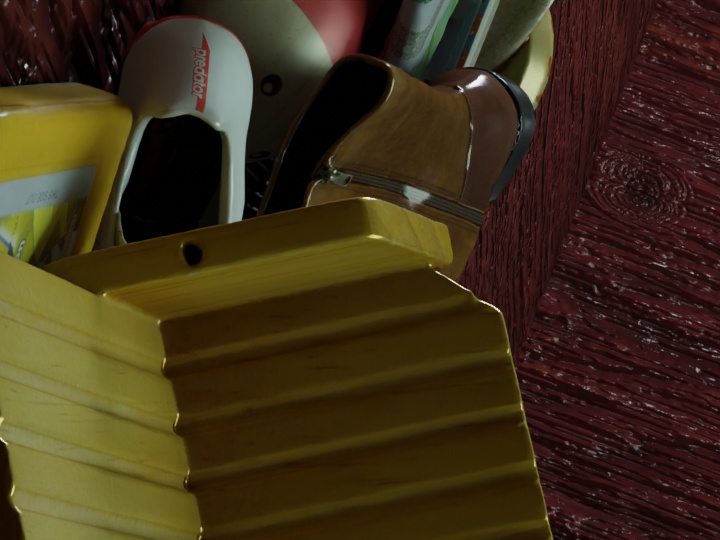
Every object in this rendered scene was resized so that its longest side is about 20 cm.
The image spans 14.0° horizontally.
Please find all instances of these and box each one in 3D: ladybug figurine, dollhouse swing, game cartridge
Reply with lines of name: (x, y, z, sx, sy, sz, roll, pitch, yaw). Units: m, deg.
ladybug figurine: (-0.023, -0.123, 1.272, 0.136, 0.072, 0.200, 98, 14, -52)
dollhouse swing: (-0.028, 0.073, 0.979, 0.176, 0.181, 0.201, 80, -2, -76)
game cartridge: (-0.141, 0.024, 1.007, 0.200, 0.032, 0.177, -31, 140, -78)

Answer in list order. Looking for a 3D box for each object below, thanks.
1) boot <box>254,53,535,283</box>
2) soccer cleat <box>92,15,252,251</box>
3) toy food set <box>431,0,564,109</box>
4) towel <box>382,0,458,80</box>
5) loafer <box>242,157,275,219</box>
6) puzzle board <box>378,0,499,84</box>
boot: (0.000, 0.000, 1.225, 0.189, 0.068, 0.200, -57, 166, 14)
soccer cleat: (-0.081, -0.003, 1.142, 0.085, 0.068, 0.200, -93, -164, -58)
toy food set: (0.058, -0.157, 1.446, 0.198, 0.049, 0.200, -57, -149, 6)
towel: (0.043, -0.169, 1.249, 0.200, 0.031, 0.149, 108, 7, -49)
loafer: (-0.075, 0.005, 1.298, 0.200, 0.073, 0.071, -52, -178, -40)
puzzle board: (0.002, -0.091, 1.411, 0.151, 0.017, 0.200, 2, -112, 56)
